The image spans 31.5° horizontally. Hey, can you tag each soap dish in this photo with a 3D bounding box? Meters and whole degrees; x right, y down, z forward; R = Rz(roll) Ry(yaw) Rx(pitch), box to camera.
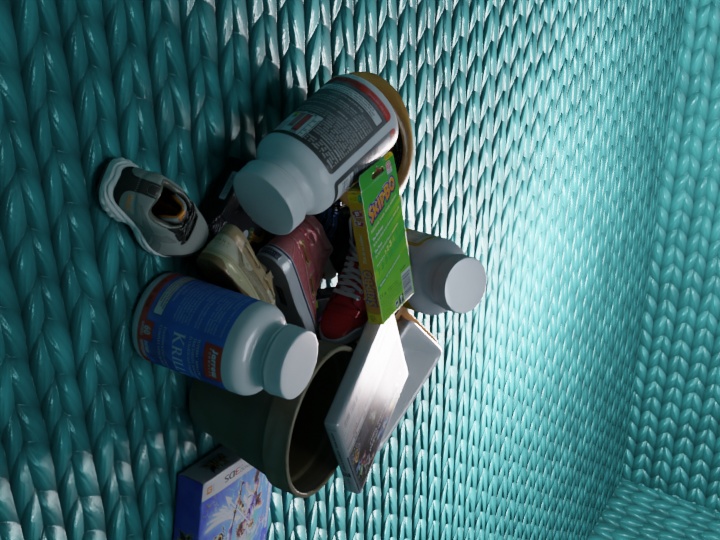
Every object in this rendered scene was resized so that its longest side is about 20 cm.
[{"bbox_3d":[0.022,0.154,1.856,0.200,0.081,0.157,-58,148,-7],"label":"soap dish"}]

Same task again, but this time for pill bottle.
[{"bbox_3d":[-0.155,0.079,1.481,0.112,0.200,0.112,-43,141,-48],"label":"pill bottle"},{"bbox_3d":[-0.055,-0.140,1.553,0.200,0.116,0.116,-45,145,-30],"label":"pill bottle"},{"bbox_3d":[0.083,0.001,1.825,0.112,0.200,0.112,-12,109,-37],"label":"pill bottle"}]

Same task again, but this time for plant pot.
[{"bbox_3d":[-0.118,0.170,1.645,0.200,0.173,0.200,-47,146,-47],"label":"plant pot"}]

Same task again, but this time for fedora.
[{"bbox_3d":[-0.012,-0.172,1.731,0.201,0.082,0.201,-3,94,-48],"label":"fedora"}]

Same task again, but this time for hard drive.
[{"bbox_3d":[-0.149,-0.035,1.616,0.140,0.038,0.200,-65,153,-17],"label":"hard drive"}]

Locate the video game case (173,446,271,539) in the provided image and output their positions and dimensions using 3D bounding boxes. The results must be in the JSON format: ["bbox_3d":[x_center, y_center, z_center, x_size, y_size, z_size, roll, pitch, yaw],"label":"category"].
[{"bbox_3d":[-0.188,0.338,1.765,0.181,0.045,0.200,-28,130,-56],"label":"video game case"}]

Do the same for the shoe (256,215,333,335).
[{"bbox_3d":[-0.073,0.017,1.666,0.091,0.071,0.200,-47,146,-27],"label":"shoe"}]

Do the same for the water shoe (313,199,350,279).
[{"bbox_3d":[-0.054,-0.078,1.707,0.079,0.072,0.200,-30,135,-11],"label":"water shoe"}]

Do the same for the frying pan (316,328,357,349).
[{"bbox_3d":[-0.053,0.160,1.772,0.031,0.115,0.190,-71,174,-62],"label":"frying pan"}]

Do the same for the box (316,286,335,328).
[{"bbox_3d":[-0.064,0.120,1.827,0.143,0.036,0.200,-8,122,-45],"label":"box"}]

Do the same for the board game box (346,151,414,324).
[{"bbox_3d":[0.026,-0.042,1.605,0.096,0.030,0.200,-43,133,-52],"label":"board game box"}]

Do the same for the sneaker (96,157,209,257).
[{"bbox_3d":[-0.214,-0.058,1.417,0.074,0.079,0.200,-70,157,-10],"label":"sneaker"}]

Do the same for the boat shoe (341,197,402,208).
[{"bbox_3d":[-0.026,-0.094,1.812,0.200,0.062,0.075,-10,120,-46],"label":"boat shoe"}]

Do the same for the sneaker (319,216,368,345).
[{"bbox_3d":[0.000,0.000,1.686,0.200,0.071,0.113,-56,153,-34],"label":"sneaker"}]

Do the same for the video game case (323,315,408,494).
[{"bbox_3d":[0.010,0.166,1.685,0.182,0.023,0.200,75,32,-51],"label":"video game case"}]

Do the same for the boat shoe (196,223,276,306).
[{"bbox_3d":[-0.131,0.020,1.558,0.065,0.071,0.200,-60,151,-22],"label":"boat shoe"}]
